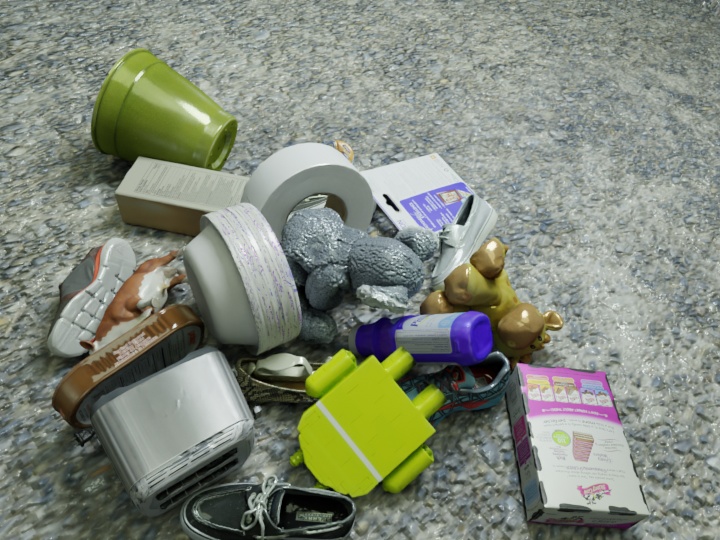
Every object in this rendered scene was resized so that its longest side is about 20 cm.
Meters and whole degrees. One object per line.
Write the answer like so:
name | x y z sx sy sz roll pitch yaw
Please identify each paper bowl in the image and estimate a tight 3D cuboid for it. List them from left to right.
paper bowl | -0.168 0.018 0.738 0.104 0.201 0.201 -22 56 -22

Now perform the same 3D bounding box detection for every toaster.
toaster | -0.219 0.191 0.644 0.200 0.114 0.129 -25 60 -28

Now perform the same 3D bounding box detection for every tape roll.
tape roll | -0.083 -0.093 0.853 0.202 0.203 0.071 -16 45 -23

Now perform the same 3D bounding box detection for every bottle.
bottle | 0.075 0.094 0.750 0.200 0.065 0.083 -7 6 37

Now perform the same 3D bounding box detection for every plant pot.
plant pot | -0.334 -0.258 0.981 0.193 0.200 0.200 26 49 -2

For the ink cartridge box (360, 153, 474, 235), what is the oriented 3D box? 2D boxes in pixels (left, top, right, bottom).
ink cartridge box | 0.115 -0.134 1.032 0.200 0.043 0.198 -18 55 -26

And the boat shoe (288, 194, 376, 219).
boat shoe | -0.069 -0.105 0.956 0.200 0.071 0.064 -17 48 -23

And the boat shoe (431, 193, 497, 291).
boat shoe | 0.162 -0.052 0.927 0.072 0.070 0.201 43 60 -13

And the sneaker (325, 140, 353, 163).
sneaker | -0.098 -0.158 1.007 0.200 0.088 0.075 -28 81 -5

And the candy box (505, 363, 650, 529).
candy box | 0.279 0.230 0.731 0.136 0.061 0.200 7 48 -5

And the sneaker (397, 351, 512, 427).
sneaker | 0.116 0.154 0.745 0.200 0.096 0.079 -14 53 -21

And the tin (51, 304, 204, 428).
tin | -0.285 0.121 0.696 0.042 0.112 0.200 42 55 13

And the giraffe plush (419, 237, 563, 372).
giraffe plush | 0.209 0.066 0.825 0.162 0.173 0.200 49 23 17

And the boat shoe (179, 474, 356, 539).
boat shoe | -0.104 0.274 0.619 0.199 0.068 0.074 10 48 -2

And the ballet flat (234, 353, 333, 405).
ballet flat | -0.072 0.145 0.732 0.200 0.075 0.068 5 38 -6

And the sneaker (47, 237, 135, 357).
sneaker | -0.397 0.041 0.788 0.082 0.077 0.200 -7 44 20

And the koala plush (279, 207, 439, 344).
koala plush | 0.000 0.000 0.760 0.200 0.184 0.177 6 43 36

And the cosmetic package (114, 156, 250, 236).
cosmetic package | -0.294 -0.120 0.930 0.200 0.071 0.105 12 49 0

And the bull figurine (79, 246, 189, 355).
bull figurine | -0.303 0.047 0.766 0.121 0.065 0.200 -18 38 20

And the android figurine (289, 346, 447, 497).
android figurine | 0.006 0.192 0.680 0.200 0.041 0.182 -41 87 -7
